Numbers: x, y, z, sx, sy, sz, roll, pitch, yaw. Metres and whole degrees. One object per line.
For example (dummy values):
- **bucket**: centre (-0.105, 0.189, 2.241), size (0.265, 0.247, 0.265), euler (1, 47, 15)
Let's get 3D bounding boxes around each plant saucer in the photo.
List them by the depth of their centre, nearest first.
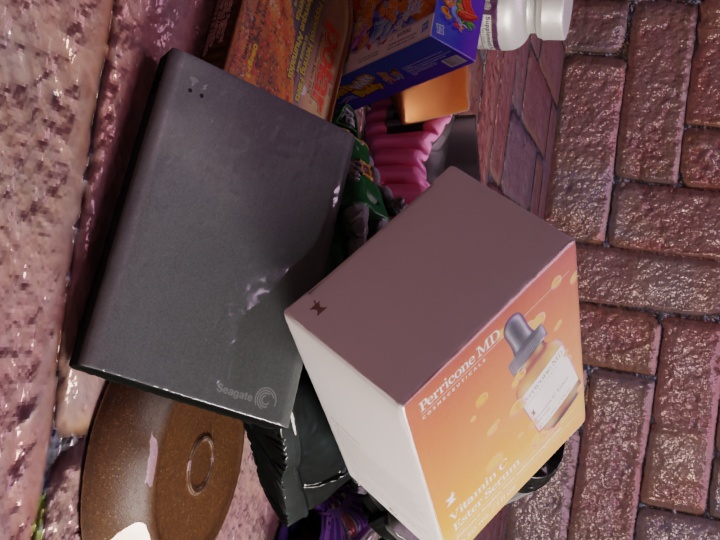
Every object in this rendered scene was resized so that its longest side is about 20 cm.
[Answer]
- **plant saucer**: centre (-0.124, 0.131, 0.690), size (0.200, 0.036, 0.204), euler (8, 90, -74)

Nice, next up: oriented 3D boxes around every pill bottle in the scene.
- **pill bottle**: centre (0.124, -0.294, 1.062), size (0.112, 0.197, 0.114), euler (7, 90, -73)

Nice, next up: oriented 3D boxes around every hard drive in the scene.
- **hard drive**: centre (-0.086, -0.017, 0.622), size (0.138, 0.033, 0.203), euler (22, 72, -29)

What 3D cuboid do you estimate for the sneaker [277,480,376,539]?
- **sneaker**: centre (-0.030, 0.244, 0.983), size (0.200, 0.079, 0.085), euler (-56, 143, -56)

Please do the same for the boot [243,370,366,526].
- **boot**: centre (-0.005, 0.099, 0.750), size (0.161, 0.073, 0.200), euler (-28, 143, -20)

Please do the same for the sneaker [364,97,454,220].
- **sneaker**: centre (0.043, -0.079, 0.869), size (0.096, 0.078, 0.202), euler (68, 32, -51)

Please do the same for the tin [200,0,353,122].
- **tin**: centre (-0.061, -0.154, 0.720), size (0.111, 0.041, 0.203), euler (29, 66, -43)

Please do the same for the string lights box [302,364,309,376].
- **string lights box**: centre (-0.017, 0.065, 0.816), size (0.103, 0.059, 0.200), euler (-46, 143, 3)

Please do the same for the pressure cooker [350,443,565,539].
- **pressure cooker**: centre (0.076, 0.164, 0.972), size (0.175, 0.199, 0.181), euler (-8, 68, -49)

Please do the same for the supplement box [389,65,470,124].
- **supplement box**: centre (0.037, -0.213, 0.884), size (0.201, 0.068, 0.067), euler (-108, -173, -48)

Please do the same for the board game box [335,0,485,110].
- **board game box**: centre (0.020, -0.206, 0.782), size (0.044, 0.199, 0.137), euler (20, 73, -32)

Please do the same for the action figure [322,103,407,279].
- **action figure**: centre (-0.002, -0.051, 0.750), size (0.118, 0.054, 0.202), euler (33, 33, -45)

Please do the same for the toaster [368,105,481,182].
- **toaster**: centre (0.075, -0.059, 1.078), size (0.201, 0.117, 0.183), euler (77, 11, -52)

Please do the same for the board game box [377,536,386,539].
- **board game box**: centre (-0.039, 0.354, 0.934), size (0.202, 0.028, 0.135), euler (-59, 166, 11)

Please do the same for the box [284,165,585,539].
- **box**: centre (0.059, 0.066, 0.654), size (0.152, 0.106, 0.201), euler (-41, 142, -19)
